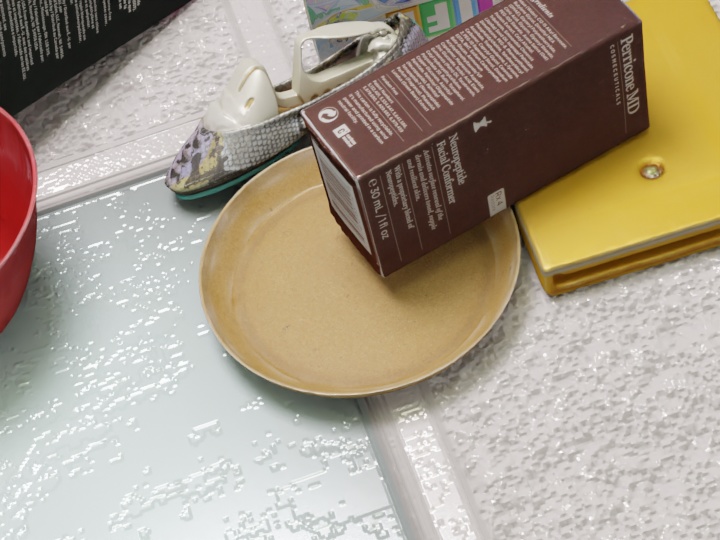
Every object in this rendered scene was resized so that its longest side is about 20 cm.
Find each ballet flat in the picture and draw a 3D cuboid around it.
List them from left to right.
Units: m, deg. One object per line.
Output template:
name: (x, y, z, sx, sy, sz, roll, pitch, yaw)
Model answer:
ballet flat: (-0.045, -0.117, 1.216, 0.200, 0.072, 0.072, -25, 53, -9)

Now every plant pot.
plant pot: (0.000, 0.000, 1.147, 0.199, 0.028, 0.200, -5, 52, 6)

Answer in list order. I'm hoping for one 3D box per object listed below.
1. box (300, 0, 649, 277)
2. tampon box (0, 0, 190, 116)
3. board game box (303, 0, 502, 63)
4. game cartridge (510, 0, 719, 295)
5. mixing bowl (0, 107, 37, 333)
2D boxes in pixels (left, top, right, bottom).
box: (0.073, -0.091, 1.122, 0.200, 0.100, 0.075, -31, 53, -11)
tampon box: (-0.233, -0.221, 1.272, 0.150, 0.126, 0.200, 29, 48, 28)
board game box: (0.056, -0.215, 1.232, 0.200, 0.135, 0.034, -16, 52, -1)
game cartridge: (0.169, -0.088, 1.183, 0.176, 0.032, 0.200, -16, 50, -2)
mixing bowl: (-0.282, -0.008, 1.154, 0.200, 0.108, 0.201, -5, 53, 7)
